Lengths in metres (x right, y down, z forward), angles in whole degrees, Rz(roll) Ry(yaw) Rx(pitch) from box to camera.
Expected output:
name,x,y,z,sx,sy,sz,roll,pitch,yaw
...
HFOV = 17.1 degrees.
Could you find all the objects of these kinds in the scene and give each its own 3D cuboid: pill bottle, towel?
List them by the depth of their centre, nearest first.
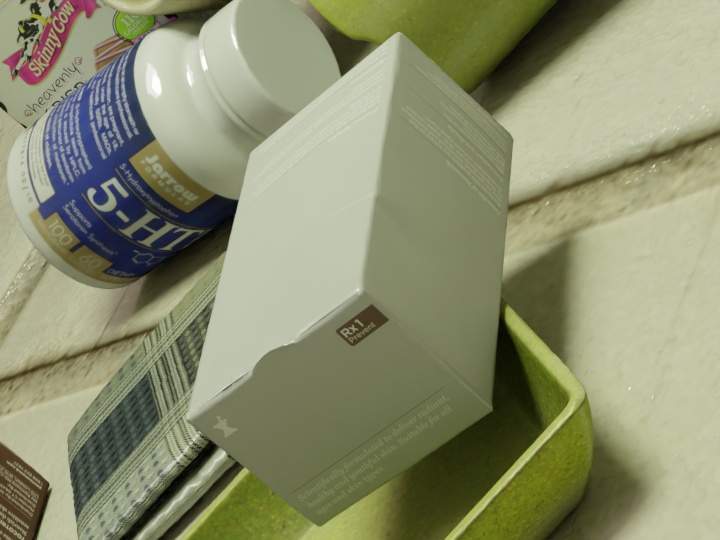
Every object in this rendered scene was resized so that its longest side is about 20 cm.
name,x,y,z,sx,sy,sz,roll,pitch,yaw
towel,-0.085,0.062,1.301,0.200,0.035,0.193,-49,19,7
pill bottle,-0.111,-0.083,1.456,0.200,0.120,0.120,-33,27,35

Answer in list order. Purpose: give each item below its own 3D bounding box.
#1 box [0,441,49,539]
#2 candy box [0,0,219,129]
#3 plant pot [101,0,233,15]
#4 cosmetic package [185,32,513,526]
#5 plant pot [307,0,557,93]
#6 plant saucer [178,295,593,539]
name,x,y,z,sx,sy,sz,roll,pitch,yaw
box,-0.248,0.187,1.340,0.100,0.075,0.200,-35,24,29
candy box,-0.166,-0.141,1.548,0.136,0.200,0.061,-39,23,24
plant pot,-0.085,-0.238,1.465,0.187,0.188,0.200,-22,11,48
cosmetic package,0.000,0.000,1.031,0.107,0.090,0.200,-35,28,30
plant pot,0.059,-0.203,1.276,0.185,0.200,0.201,-55,19,18
plant saucer,0.013,0.104,1.010,0.200,0.048,0.200,-48,22,4
